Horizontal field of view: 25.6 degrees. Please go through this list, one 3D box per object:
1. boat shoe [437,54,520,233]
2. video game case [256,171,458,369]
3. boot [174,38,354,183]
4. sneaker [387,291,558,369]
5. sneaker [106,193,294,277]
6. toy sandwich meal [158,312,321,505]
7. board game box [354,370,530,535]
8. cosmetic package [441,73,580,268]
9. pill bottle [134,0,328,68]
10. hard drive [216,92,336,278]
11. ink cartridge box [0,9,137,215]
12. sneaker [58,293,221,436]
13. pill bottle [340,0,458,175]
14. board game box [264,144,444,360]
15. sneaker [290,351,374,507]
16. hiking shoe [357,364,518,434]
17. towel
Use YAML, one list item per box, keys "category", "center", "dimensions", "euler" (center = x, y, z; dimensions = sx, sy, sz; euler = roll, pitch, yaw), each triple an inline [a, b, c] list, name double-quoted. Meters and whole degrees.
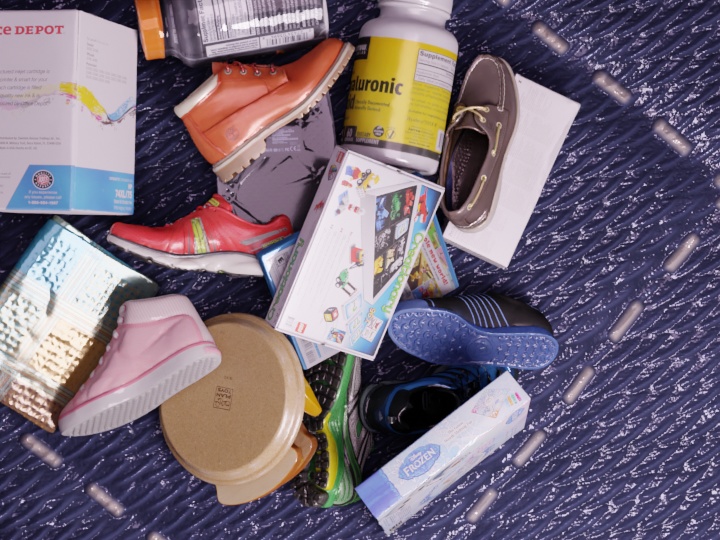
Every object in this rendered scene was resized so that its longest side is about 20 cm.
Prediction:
- category: "boat shoe"
  center: [0.125, -0.144, 1.714]
  dimensions: [0.072, 0.059, 0.201]
  euler: [7, 80, 26]
- category: "video game case"
  center: [0.000, 0.000, 1.695]
  dimensions: [0.200, 0.018, 0.144]
  euler: [-27, 115, -16]
- category: "boot"
  center: [-0.101, -0.196, 1.675]
  dimensions: [0.200, 0.075, 0.107]
  euler: [-40, 97, -3]
- category: "sneaker"
  center: [0.118, 0.059, 1.741]
  dimensions: [0.199, 0.078, 0.070]
  euler: [12, 120, -18]
- category: "sneaker"
  center: [-0.168, -0.040, 1.687]
  dimensions: [0.199, 0.077, 0.085]
  euler: [6, 88, -9]
- category: "toy sandwich meal"
  center: [-0.127, 0.146, 1.714]
  dimensions: [0.204, 0.070, 0.206]
  euler: [-5, 79, 27]
- category: "board game box"
  center: [0.089, 0.198, 1.688]
  dimensions: [0.199, 0.200, 0.043]
  euler: [-36, 76, -6]
- category: "cosmetic package"
  center: [0.164, -0.110, 1.768]
  dimensions: [0.082, 0.051, 0.201]
  euler: [26, 87, -7]
- category: "pill bottle"
  center: [-0.140, -0.277, 1.699]
  dimensions: [0.199, 0.106, 0.107]
  euler: [-10, 92, -7]
- category: "hard drive"
  center: [-0.091, -0.095, 1.739]
  dimensions: [0.134, 0.042, 0.201]
  euler: [-4, 92, -7]
- category: "ink cartridge box"
  center: [-0.326, -0.160, 1.635]
  dimensions: [0.146, 0.146, 0.201]
  euler: [2, 91, 17]
- category: "sneaker"
  center: [-0.250, 0.097, 1.705]
  dimensions: [0.200, 0.075, 0.105]
  euler: [-31, 70, 15]
- category: "pill bottle"
  center: [0.046, -0.210, 1.722]
  dimensions: [0.111, 0.111, 0.201]
  euler: [10, 89, -7]
- category: "board game box"
  center: [-0.005, -0.017, 1.656]
  dimensions: [0.126, 0.035, 0.201]
  euler: [20, 97, -30]
- category: "sneaker"
  center: [-0.026, 0.161, 1.747]
  dimensions: [0.085, 0.078, 0.201]
  euler: [12, 81, -43]
- category: "hiking shoe"
  center: [0.099, 0.141, 1.728]
  dimensions: [0.199, 0.087, 0.075]
  euler: [-18, 104, -26]
- category: "towel"
  center: [-0.330, 0.058, 1.702]
  dimensions: [0.147, 0.022, 0.200]
  euler: [37, 87, -25]
